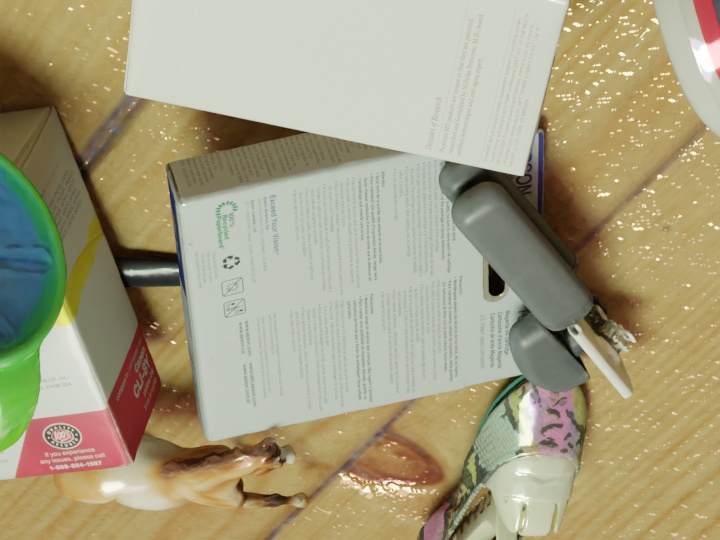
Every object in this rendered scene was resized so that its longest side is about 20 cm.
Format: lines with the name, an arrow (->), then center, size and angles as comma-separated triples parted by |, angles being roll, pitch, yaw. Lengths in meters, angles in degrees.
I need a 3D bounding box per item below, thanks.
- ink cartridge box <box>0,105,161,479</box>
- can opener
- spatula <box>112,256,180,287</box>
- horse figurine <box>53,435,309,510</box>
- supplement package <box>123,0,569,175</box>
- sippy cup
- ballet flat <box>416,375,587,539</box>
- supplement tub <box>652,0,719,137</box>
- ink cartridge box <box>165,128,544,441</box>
ink cartridge box -> -0.214, 0.016, 1.497 | 0.145, 0.083, 0.200 | -6, 124, 18
can opener -> 0.094, 0.012, 1.442 | 0.066, 0.053, 0.200 | -30, 136, 8
spatula -> -0.074, 0.008, 1.524 | 0.200, 0.021, 0.057 | 6, 136, 8
horse figurine -> -0.121, 0.118, 1.591 | 0.200, 0.050, 0.133 | 5, 175, 19
supplement package -> -0.002, -0.144, 1.270 | 0.200, 0.121, 0.120 | 11, 138, 0
sippy cup -> -0.242, 0.011, 1.373 | 0.139, 0.178, 0.130 | 17, 147, -34
ballet flat -> 0.087, 0.141, 1.592 | 0.069, 0.071, 0.200 | 9, 140, -19
supplement tub -> 0.241, -0.143, 1.202 | 0.200, 0.141, 0.140 | -13, 132, 25
ink cartridge box -> 0.000, 0.000, 1.465 | 0.200, 0.043, 0.197 | -12, 137, -9
